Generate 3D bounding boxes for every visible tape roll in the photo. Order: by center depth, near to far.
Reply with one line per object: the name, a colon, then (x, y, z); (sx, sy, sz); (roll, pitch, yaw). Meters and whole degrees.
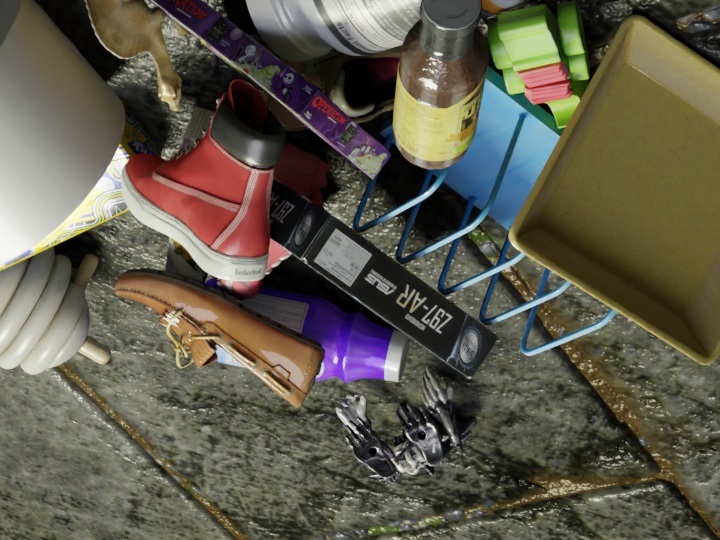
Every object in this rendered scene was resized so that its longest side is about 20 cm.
tape roll: (-0.311, -0.117, 1.523); (0.202, 0.204, 0.139); (-15, 130, 34)

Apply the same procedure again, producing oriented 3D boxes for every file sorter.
file sorter: (0.113, -0.042, 1.498); (0.200, 0.123, 0.139); (36, 146, -20)

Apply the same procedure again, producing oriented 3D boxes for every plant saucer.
plant saucer: (0.229, -0.061, 1.430); (0.199, 0.201, 0.048); (31, 175, -16)

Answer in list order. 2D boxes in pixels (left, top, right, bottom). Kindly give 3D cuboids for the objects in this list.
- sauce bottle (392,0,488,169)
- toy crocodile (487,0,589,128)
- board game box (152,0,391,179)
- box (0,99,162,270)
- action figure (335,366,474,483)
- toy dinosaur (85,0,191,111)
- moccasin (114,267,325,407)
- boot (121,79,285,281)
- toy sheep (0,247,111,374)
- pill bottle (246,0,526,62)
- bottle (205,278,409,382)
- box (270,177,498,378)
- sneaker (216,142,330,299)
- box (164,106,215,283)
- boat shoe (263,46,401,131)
sauce bottle: (0.057, -0.138, 1.312); (0.064, 0.065, 0.200); (15, 160, 4)
toy crocodile: (0.135, -0.153, 1.375); (0.067, 0.062, 0.200); (-10, 170, 10)
board game box: (-0.072, -0.150, 1.412); (0.200, 0.032, 0.120); (40, 178, 34)
box: (-0.275, -0.067, 1.629); (0.199, 0.065, 0.070); (-23, 128, 16)
action figure: (0.044, 0.150, 1.779); (0.118, 0.103, 0.200); (-23, 173, 5)
toy dinosaur: (-0.191, -0.214, 1.444); (0.058, 0.102, 0.200); (-25, 125, 40)
moccasin: (-0.132, 0.060, 1.678); (0.200, 0.078, 0.074); (28, 176, -3)
boot: (-0.124, -0.094, 1.489); (0.072, 0.200, 0.145); (-3, 113, -35)
toy sheep: (-0.317, 0.028, 1.740); (0.199, 0.138, 0.138); (30, 139, -13)
pill bottle: (0.021, -0.222, 1.346); (0.199, 0.117, 0.117); (-13, 132, 33)
bottle: (-0.055, 0.062, 1.740); (0.198, 0.066, 0.084); (12, 141, 7)
box: (0.000, 0.000, 1.527); (0.200, 0.044, 0.160); (36, 179, -33)
sneaker: (-0.074, -0.035, 1.630); (0.086, 0.074, 0.201); (15, 141, 0)
box: (-0.143, -0.060, 1.652); (0.038, 0.042, 0.201); (16, 140, 1)
boat shoe: (-0.007, -0.152, 1.474); (0.199, 0.067, 0.074); (-24, 125, 39)
